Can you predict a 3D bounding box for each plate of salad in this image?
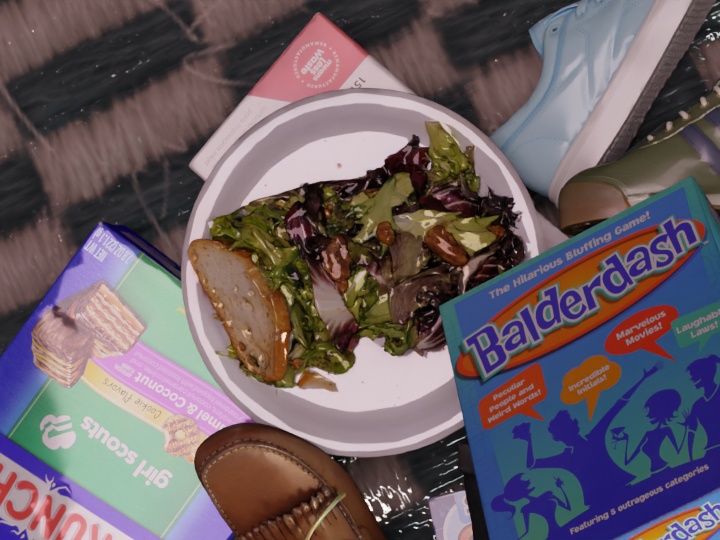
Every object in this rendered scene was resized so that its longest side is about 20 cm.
[{"bbox_3d":[0.000,0.000,1.244,0.199,0.048,0.201,0,86,6],"label":"plate of salad"}]

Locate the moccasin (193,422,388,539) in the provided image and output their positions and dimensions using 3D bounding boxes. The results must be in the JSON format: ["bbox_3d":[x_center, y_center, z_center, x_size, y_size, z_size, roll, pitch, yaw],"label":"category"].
[{"bbox_3d":[-0.023,0.163,1.246,0.073,0.078,0.202,-24,119,11],"label":"moccasin"}]

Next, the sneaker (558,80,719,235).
[{"bbox_3d":[0.201,-0.071,1.222,0.199,0.067,0.090,-6,80,4],"label":"sneaker"}]

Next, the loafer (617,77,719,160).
[{"bbox_3d":[0.223,-0.074,1.290,0.200,0.063,0.072,-32,56,1],"label":"loafer"}]

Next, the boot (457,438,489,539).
[{"bbox_3d":[0.121,0.190,1.197,0.065,0.165,0.201,-6,95,-36],"label":"boot"}]

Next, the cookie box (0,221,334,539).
[{"bbox_3d":[-0.135,0.102,1.314,0.171,0.075,0.200,36,93,7],"label":"cookie box"}]

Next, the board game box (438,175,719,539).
[{"bbox_3d":[0.126,0.062,1.124,0.152,0.045,0.200,-28,39,14],"label":"board game box"}]

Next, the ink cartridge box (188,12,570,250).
[{"bbox_3d":[0.018,-0.035,1.304,0.200,0.067,0.117,41,92,8],"label":"ink cartridge box"}]

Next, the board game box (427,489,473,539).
[{"bbox_3d":[0.149,0.169,1.288,0.199,0.034,0.136,-15,84,7],"label":"board game box"}]

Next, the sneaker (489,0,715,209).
[{"bbox_3d":[0.138,-0.135,1.292,0.082,0.074,0.200,31,86,13],"label":"sneaker"}]
